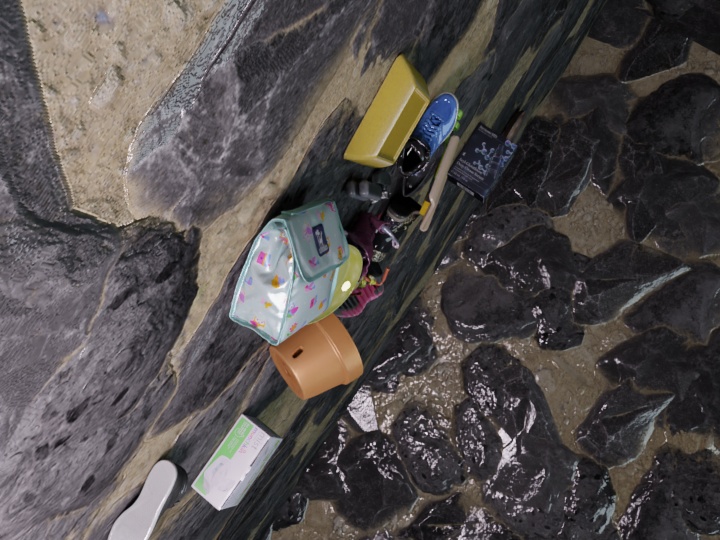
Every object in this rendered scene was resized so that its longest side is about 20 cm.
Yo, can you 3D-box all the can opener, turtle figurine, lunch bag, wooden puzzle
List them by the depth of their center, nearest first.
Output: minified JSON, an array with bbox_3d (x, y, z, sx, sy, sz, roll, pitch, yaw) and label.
[{"bbox_3d":[-0.104,-0.011,1.014,0.170,0.121,0.203,-32,145,-59],"label":"lunch bag"},{"bbox_3d":[0.017,-0.169,1.290,0.200,0.052,0.068,-23,111,-73],"label":"can opener"},{"bbox_3d":[-0.033,0.036,1.468,0.160,0.065,0.199,-23,176,-39],"label":"turtle figurine"},{"bbox_3d":[0.188,-0.214,1.584,0.200,0.037,0.188,93,18,-72],"label":"wooden puzzle"}]

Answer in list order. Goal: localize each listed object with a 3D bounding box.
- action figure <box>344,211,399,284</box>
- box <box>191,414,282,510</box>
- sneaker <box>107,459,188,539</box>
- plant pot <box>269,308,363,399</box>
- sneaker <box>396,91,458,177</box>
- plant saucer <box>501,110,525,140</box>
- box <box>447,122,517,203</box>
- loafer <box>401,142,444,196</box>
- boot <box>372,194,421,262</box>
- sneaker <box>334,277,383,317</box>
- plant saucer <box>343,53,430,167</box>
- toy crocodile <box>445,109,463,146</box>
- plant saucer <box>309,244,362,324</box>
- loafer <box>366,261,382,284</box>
[{"bbox_3d":[-0.004,-0.069,1.396,0.133,0.148,0.202,-32,-153,41],"label":"action figure"},{"bbox_3d":[-0.293,0.466,1.554,0.201,0.096,0.177,-54,168,-10],"label":"box"},{"bbox_3d":[-0.385,0.446,1.181,0.202,0.070,0.099,-59,164,-9],"label":"sneaker"},{"bbox_3d":[-0.106,0.184,1.394,0.139,0.201,0.201,-33,161,-20],"label":"plant pot"},{"bbox_3d":[0.145,-0.291,1.388,0.201,0.076,0.111,-55,179,23],"label":"sneaker"},{"bbox_3d":[0.643,-0.601,2.738,0.201,0.032,0.201,-54,169,-15],"label":"plant saucer"},{"bbox_3d":[0.400,-0.353,2.106,0.202,0.147,0.107,-57,169,1],"label":"box"},{"bbox_3d":[0.146,-0.252,1.520,0.071,0.067,0.202,-58,175,-36],"label":"loafer"},{"bbox_3d":[0.083,-0.111,1.652,0.155,0.073,0.203,-57,170,23],"label":"boot"},{"bbox_3d":[-0.025,0.076,1.703,0.095,0.080,0.199,-21,-175,46],"label":"sneaker"},{"bbox_3d":[0.062,-0.274,1.169,0.202,0.048,0.200,-60,168,12],"label":"plant saucer"},{"bbox_3d":[0.200,-0.350,1.528,0.068,0.061,0.200,-55,173,-5],"label":"toy crocodile"},{"bbox_3d":[-0.083,0.022,1.262,0.198,0.031,0.202,-30,145,-23],"label":"plant saucer"},{"bbox_3d":[0.000,0.000,1.636,0.070,0.074,0.200,-24,-179,20],"label":"loafer"}]
